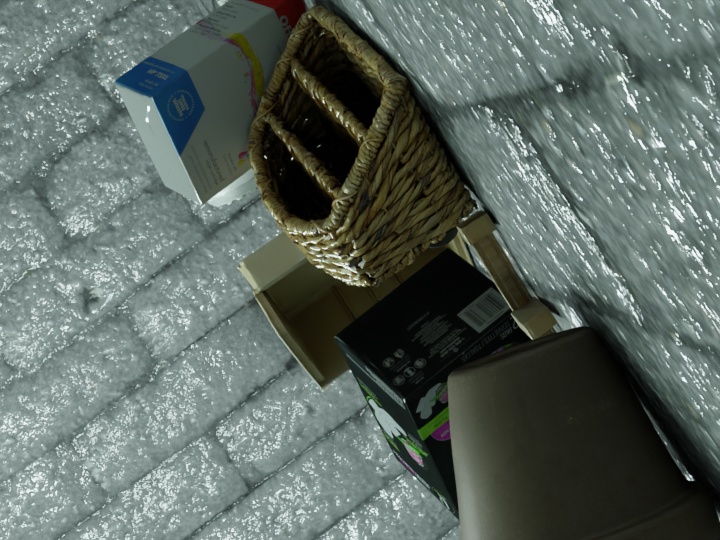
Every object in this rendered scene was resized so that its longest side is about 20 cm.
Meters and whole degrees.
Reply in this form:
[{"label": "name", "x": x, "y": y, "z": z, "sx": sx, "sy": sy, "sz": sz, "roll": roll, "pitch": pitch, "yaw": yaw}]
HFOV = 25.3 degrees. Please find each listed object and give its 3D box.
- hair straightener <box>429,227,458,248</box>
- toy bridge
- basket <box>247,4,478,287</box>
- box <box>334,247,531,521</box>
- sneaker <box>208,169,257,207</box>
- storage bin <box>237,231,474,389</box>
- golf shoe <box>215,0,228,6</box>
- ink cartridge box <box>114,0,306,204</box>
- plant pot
[{"label": "hair straightener", "x": 0.026, "y": -0.101, "z": 1.463, "sx": 0.201, "sy": 0.041, "sz": 0.077, "roll": 54, "pitch": 173, "yaw": 22}, {"label": "toy bridge", "x": 0.142, "y": 0.038, "z": 1.309, "sx": 0.201, "sy": 0.027, "sz": 0.067, "roll": 55, "pitch": 180, "yaw": -9}, {"label": "basket", "x": -0.024, "y": -0.099, "z": 1.308, "sx": 0.149, "sy": 0.142, "sz": 0.200, "roll": 55, "pitch": 178, "yaw": -37}, {"label": "box", "x": 0.093, "y": 0.112, "z": 1.535, "sx": 0.124, "sy": 0.148, "sz": 0.201, "roll": 40, "pitch": 162, "yaw": 45}, {"label": "sneaker", "x": -0.092, "y": -0.136, "z": 1.557, "sx": 0.081, "sy": 0.199, "sz": 0.077, "roll": 47, "pitch": -149, "yaw": -14}, {"label": "storage bin", "x": 0.000, "y": 0.000, "z": 1.583, "sx": 0.094, "sy": 0.199, "sz": 0.199, "roll": 56, "pitch": 179, "yaw": 22}, {"label": "golf shoe", "x": -0.128, "y": -0.290, "z": 1.568, "sx": 0.200, "sy": 0.077, "sz": 0.095, "roll": 55, "pitch": 179, "yaw": 38}, {"label": "ink cartridge box", "x": -0.102, "y": -0.166, "z": 1.405, "sx": 0.067, "sy": 0.200, "sz": 0.117, "roll": 25, "pitch": 146, "yaw": 48}, {"label": "plant pot", "x": 0.139, "y": 0.140, "z": 1.145, "sx": 0.200, "sy": 0.199, "sz": 0.176, "roll": 148, "pitch": 103, "yaw": -88}]
